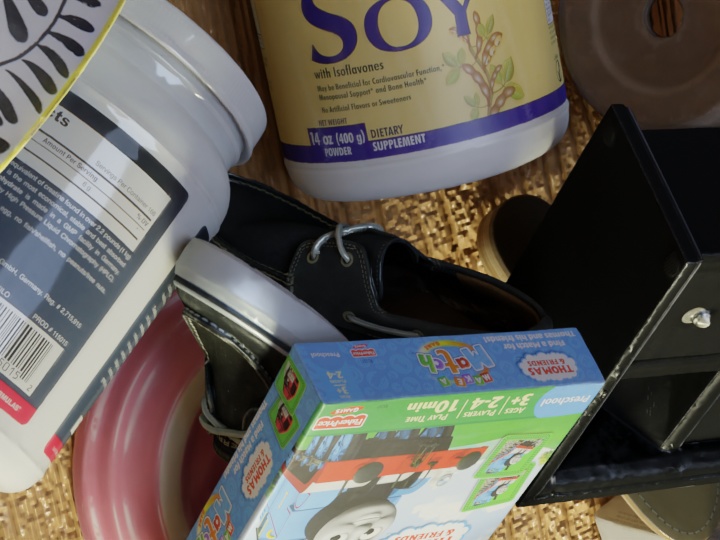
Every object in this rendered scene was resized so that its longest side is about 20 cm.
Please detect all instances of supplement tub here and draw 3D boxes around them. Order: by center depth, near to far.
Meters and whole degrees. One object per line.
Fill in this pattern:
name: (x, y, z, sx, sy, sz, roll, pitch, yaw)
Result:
supplement tub: (-0.145, -0.020, 0.782, 0.140, 0.140, 0.201, 43, 72, -28)
supplement tub: (0.016, -0.147, 0.870, 0.144, 0.145, 0.202, -20, 105, -29)

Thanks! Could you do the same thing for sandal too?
sandal: (0.125, 0.060, 1.013, 0.077, 0.070, 0.213, -31, 87, -29)

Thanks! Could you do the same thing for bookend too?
bookend: (0.181, 0.017, 0.889, 0.198, 0.199, 0.093, -3, 53, -25)

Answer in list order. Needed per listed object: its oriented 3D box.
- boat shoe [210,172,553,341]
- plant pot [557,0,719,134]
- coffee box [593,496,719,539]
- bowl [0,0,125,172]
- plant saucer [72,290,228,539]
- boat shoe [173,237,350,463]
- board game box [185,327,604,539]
boat shoe: (0.000, 0.000, 0.868, 0.072, 0.199, 0.068, -50, 164, -41)
plant pot: (0.184, -0.124, 0.920, 0.174, 0.199, 0.202, -9, 101, -56)
coffee box: (0.292, 0.191, 1.048, 0.197, 0.199, 0.202, -31, 110, -27)
bowl: (-0.180, -0.095, 0.673, 0.094, 0.200, 0.202, 41, 73, -27)
plant saucer: (-0.045, 0.095, 0.911, 0.199, 0.051, 0.203, -4, 98, -33)
boat shoe: (-0.036, 0.059, 0.809, 0.071, 0.072, 0.200, -51, 143, -11)
board game box: (0.001, 0.106, 0.818, 0.150, 0.037, 0.201, -2, 139, -34)
